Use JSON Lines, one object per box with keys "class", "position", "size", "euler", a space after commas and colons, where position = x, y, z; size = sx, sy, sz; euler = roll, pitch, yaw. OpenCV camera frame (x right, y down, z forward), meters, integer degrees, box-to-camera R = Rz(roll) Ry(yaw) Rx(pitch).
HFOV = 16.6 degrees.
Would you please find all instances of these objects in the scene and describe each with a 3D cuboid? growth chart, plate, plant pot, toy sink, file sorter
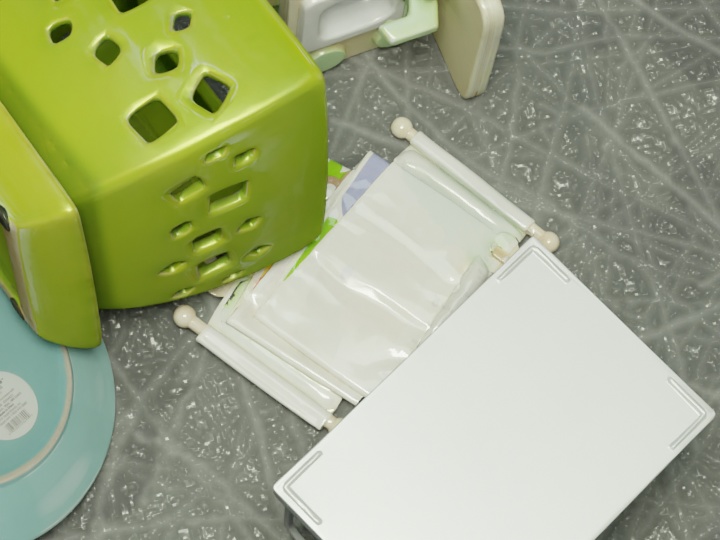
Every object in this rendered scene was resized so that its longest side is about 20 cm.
{"class": "growth chart", "position": [0.000, 0.000, 1.454], "size": [0.145, 0.018, 0.200], "euler": [44, 75, 11]}
{"class": "plate", "position": [-0.229, 0.061, 1.382], "size": [0.199, 0.026, 0.201], "euler": [11, 63, -21]}
{"class": "plant pot", "position": [-0.146, -0.085, 1.367], "size": [0.181, 0.200, 0.199], "euler": [-32, 69, -16]}
{"class": "toy sink", "position": [-0.009, -0.193, 1.460], "size": [0.112, 0.130, 0.201], "euler": [-21, 75, -9]}
{"class": "file sorter", "position": [0.069, 0.113, 1.364], "size": [0.200, 0.125, 0.139], "euler": [-43, 80, -15]}
